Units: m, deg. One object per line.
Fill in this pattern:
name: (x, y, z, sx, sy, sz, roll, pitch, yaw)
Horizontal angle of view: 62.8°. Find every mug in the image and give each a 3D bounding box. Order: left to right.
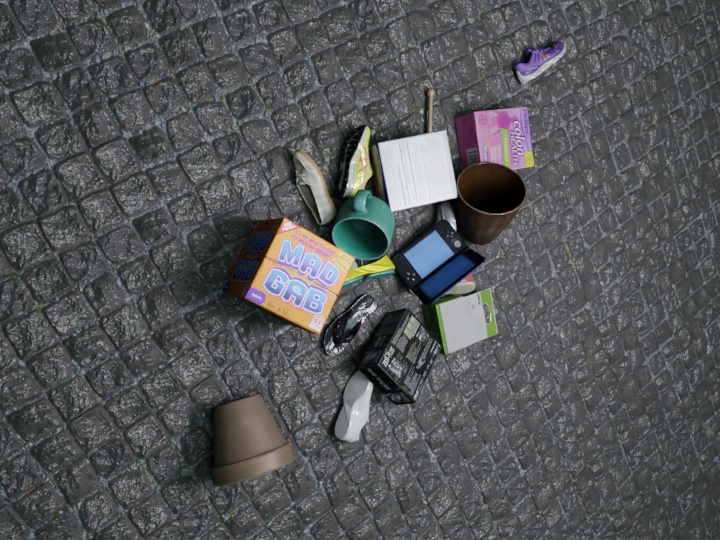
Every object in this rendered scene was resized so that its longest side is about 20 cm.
mug: (0.019, -0.127, 1.508, 0.152, 0.185, 0.115, 29, 49, -15)

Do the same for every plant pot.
plant pot: (-0.269, 0.391, 1.397, 0.200, 0.200, 0.175, -12, 81, -26)
plant pot: (0.350, -0.167, 1.661, 0.186, 0.200, 0.187, 0, 56, 0)

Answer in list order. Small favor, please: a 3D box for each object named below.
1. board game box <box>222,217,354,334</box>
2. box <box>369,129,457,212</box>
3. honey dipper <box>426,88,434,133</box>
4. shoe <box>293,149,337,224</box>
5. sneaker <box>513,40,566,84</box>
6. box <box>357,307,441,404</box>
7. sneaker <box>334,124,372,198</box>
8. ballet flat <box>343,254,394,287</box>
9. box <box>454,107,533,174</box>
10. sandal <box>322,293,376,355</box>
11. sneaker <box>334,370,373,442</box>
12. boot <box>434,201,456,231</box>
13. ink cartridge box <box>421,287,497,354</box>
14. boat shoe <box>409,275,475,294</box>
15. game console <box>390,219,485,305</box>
board game box: (-0.175, 0.011, 1.405, 0.200, 0.200, 0.200, 29, 79, -25)
box: (0.139, -0.264, 1.586, 0.199, 0.105, 0.185, -13, 98, -14)
honey dipper: (0.194, -0.413, 1.665, 0.038, 0.038, 0.201, -1, 92, -27)
shoe: (-0.123, -0.208, 1.494, 0.053, 0.070, 0.200, -36, 110, -29)
sneaker: (0.553, -0.657, 1.815, 0.200, 0.081, 0.084, -40, 103, -19)
box: (0.109, 0.232, 1.589, 0.164, 0.086, 0.200, 47, 52, -21)
sneaker: (-0.004, -0.282, 1.557, 0.090, 0.078, 0.201, 14, 92, -35)
ballet flat: (0.000, 0.000, 1.578, 0.200, 0.067, 0.067, -15, 78, -28)
box: (0.395, -0.377, 1.735, 0.199, 0.097, 0.177, -12, 97, -27)
sandal: (-0.028, 0.141, 1.570, 0.075, 0.048, 0.201, 46, 72, -21)
sneaker: (-0.001, 0.363, 1.592, 0.088, 0.075, 0.201, 30, 78, -43)
boot: (0.216, -0.096, 1.673, 0.095, 0.074, 0.201, -5, 84, -14)
ink cartridge box: (0.292, 0.143, 1.719, 0.200, 0.076, 0.148, -15, 99, -27)
boat shoe: (0.230, 0.031, 1.689, 0.199, 0.071, 0.063, -3, 57, -14)
game console: (0.203, -0.026, 1.580, 0.200, 0.118, 0.171, -37, 82, -1)
